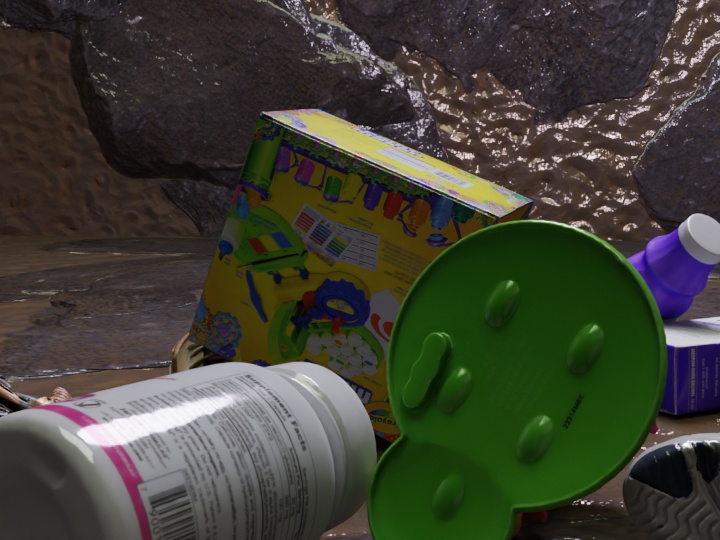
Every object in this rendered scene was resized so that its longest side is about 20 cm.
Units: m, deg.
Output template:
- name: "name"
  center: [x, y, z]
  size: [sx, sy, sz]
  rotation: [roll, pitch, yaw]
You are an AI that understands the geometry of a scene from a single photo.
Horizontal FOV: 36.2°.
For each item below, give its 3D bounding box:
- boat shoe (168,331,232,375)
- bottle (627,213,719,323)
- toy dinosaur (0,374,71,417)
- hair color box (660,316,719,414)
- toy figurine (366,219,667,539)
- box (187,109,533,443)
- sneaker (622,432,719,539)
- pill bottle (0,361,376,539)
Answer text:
- name: "boat shoe"
  center: [-0.128, 0.089, 0.912]
  size: [0.075, 0.072, 0.200]
  rotation: [-2, 6, -16]
- name: "bottle"
  center: [0.272, 0.023, 1.050]
  size: [0.083, 0.066, 0.200]
  rotation: [-3, -33, -29]
- name: "toy dinosaur"
  center: [-0.236, 0.115, 0.721]
  size: [0.135, 0.103, 0.200]
  rotation: [15, -12, 3]
- name: "hair color box"
  center: [0.323, 0.082, 0.997]
  size: [0.199, 0.065, 0.109]
  rotation: [-5, 7, -26]
- name: "toy figurine"
  center: [0.107, 0.090, 0.639]
  size: [0.150, 0.201, 0.184]
  rotation: [28, -1, 30]
- name: "box"
  center: [0.000, 0.000, 0.864]
  size: [0.199, 0.194, 0.122]
  rotation: [25, 17, 15]
- name: "sneaker"
  center: [0.218, 0.115, 0.611]
  size: [0.198, 0.080, 0.130]
  rotation: [-2, 5, -14]
- name: "pill bottle"
  center: [-0.084, 0.107, 0.538]
  size: [0.113, 0.114, 0.200]
  rotation: [4, 6, 33]
